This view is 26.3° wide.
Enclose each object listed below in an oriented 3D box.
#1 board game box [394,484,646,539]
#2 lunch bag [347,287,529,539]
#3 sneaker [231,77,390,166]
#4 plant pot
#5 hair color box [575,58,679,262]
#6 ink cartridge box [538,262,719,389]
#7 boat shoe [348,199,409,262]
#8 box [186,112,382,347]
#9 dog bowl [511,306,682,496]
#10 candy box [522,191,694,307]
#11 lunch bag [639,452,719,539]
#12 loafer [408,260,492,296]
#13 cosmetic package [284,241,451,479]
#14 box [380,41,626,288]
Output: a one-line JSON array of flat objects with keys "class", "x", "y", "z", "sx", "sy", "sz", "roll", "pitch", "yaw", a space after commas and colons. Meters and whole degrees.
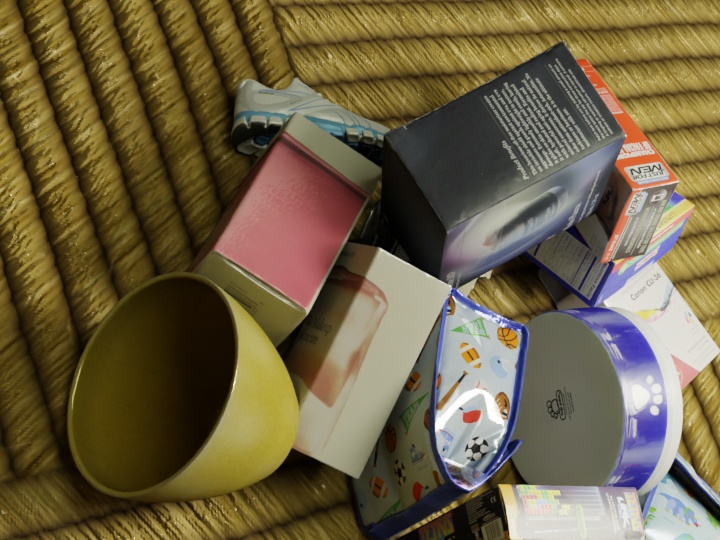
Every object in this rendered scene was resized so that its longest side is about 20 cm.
[{"class": "board game box", "x": 0.140, "y": 0.257, "z": 1.449, "sx": 0.165, "sy": 0.200, "sz": 0.057, "roll": 5, "pitch": 62, "yaw": -34}, {"class": "lunch bag", "x": 0.070, "y": 0.149, "z": 1.478, "sx": 0.124, "sy": 0.170, "sz": 0.200, "roll": 26, "pitch": 53, "yaw": -19}, {"class": "sneaker", "x": -0.044, "y": -0.161, "z": 1.626, "sx": 0.200, "sy": 0.075, "sz": 0.087, "roll": 11, "pitch": 55, "yaw": -31}, {"class": "plant pot", "x": -0.137, "y": 0.120, "z": 1.353, "sx": 0.142, "sy": 0.200, "sz": 0.200, "roll": 32, "pitch": 49, "yaw": -45}, {"class": "hair color box", "x": 0.247, "y": -0.119, "z": 1.642, "sx": 0.064, "sy": 0.111, "sz": 0.200, "roll": -11, "pitch": 50, "yaw": -25}, {"class": "ink cartridge box", "x": 0.306, "y": 0.049, "z": 1.762, "sx": 0.116, "sy": 0.067, "sz": 0.200, "roll": -36, "pitch": 89, "yaw": -41}, {"class": "boat shoe", "x": 0.000, "y": 0.000, "z": 1.581, "sx": 0.071, "sy": 0.072, "sz": 0.200, "roll": 37, "pitch": 40, "yaw": -4}, {"class": "box", "x": -0.082, "y": -0.030, "z": 1.487, "sx": 0.109, "sy": 0.128, "sz": 0.200, "roll": 34, "pitch": 51, "yaw": -9}, {"class": "dog bowl", "x": 0.231, "y": 0.137, "z": 1.576, "sx": 0.079, "sy": 0.200, "sz": 0.200, "roll": -1, "pitch": 67, "yaw": -33}, {"class": "candy box", "x": 0.242, "y": -0.073, "z": 1.730, "sx": 0.200, "sy": 0.077, "sz": 0.169, "roll": 40, "pitch": 46, "yaw": 20}, {"class": "lunch bag", "x": 0.342, "y": 0.287, "z": 1.634, "sx": 0.170, "sy": 0.127, "sz": 0.200, "roll": 46, "pitch": 36, "yaw": -4}, {"class": "loafer", "x": 0.117, "y": -0.029, "z": 1.643, "sx": 0.200, "sy": 0.076, "sz": 0.068, "roll": -49, "pitch": 120, "yaw": -8}, {"class": "cosmetic package", "x": -0.009, "y": 0.081, "z": 1.445, "sx": 0.087, "sy": 0.103, "sz": 0.200, "roll": 28, "pitch": 83, "yaw": -19}, {"class": "box", "x": 0.132, "y": -0.090, "z": 1.505, "sx": 0.198, "sy": 0.200, "sz": 0.123, "roll": -28, "pitch": 73, "yaw": -9}]
